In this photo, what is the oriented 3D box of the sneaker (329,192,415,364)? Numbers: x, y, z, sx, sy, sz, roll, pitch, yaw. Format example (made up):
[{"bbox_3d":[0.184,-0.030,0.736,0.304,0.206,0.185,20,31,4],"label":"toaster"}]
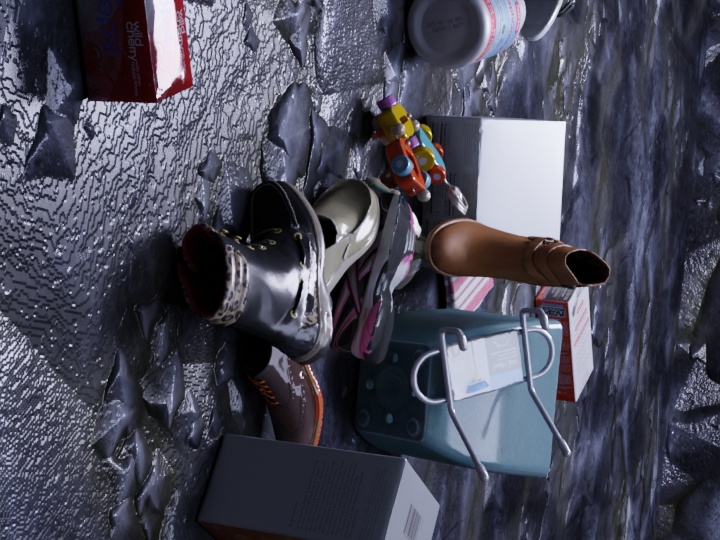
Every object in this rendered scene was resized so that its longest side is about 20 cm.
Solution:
[{"bbox_3d":[0.000,0.000,1.642,0.080,0.086,0.201,59,44,-61],"label":"sneaker"}]

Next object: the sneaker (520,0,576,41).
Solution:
[{"bbox_3d":[0.294,-0.409,2.254,0.099,0.070,0.201,58,39,-47],"label":"sneaker"}]

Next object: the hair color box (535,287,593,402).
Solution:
[{"bbox_3d":[0.349,0.109,2.499,0.111,0.064,0.201,-50,140,-51],"label":"hair color box"}]

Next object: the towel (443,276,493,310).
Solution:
[{"bbox_3d":[0.141,-0.033,2.042,0.146,0.030,0.201,-44,132,-56],"label":"towel"}]

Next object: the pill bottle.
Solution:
[{"bbox_3d":[0.144,-0.324,1.883,0.200,0.108,0.109,-32,124,-61],"label":"pill bottle"}]

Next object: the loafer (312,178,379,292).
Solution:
[{"bbox_3d":[-0.036,-0.039,1.569,0.200,0.075,0.068,-61,153,-42],"label":"loafer"}]

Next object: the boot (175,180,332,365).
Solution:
[{"bbox_3d":[-0.105,-0.015,1.401,0.150,0.073,0.201,21,50,-47],"label":"boot"}]

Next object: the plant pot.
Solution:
[{"bbox_3d":[0.104,0.145,1.793,0.200,0.196,0.197,7,89,-46],"label":"plant pot"}]

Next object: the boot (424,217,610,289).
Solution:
[{"bbox_3d":[0.191,-0.012,1.781,0.199,0.155,0.077,15,89,-38],"label":"boot"}]

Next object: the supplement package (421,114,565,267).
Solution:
[{"bbox_3d":[0.174,-0.101,1.925,0.155,0.111,0.201,-3,99,-38],"label":"supplement package"}]

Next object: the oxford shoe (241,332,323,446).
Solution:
[{"bbox_3d":[-0.090,0.110,1.504,0.072,0.071,0.201,-24,111,-44],"label":"oxford shoe"}]

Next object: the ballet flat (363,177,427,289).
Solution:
[{"bbox_3d":[0.047,-0.037,1.772,0.200,0.069,0.070,61,40,-52],"label":"ballet flat"}]

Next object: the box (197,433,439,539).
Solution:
[{"bbox_3d":[-0.040,0.241,1.459,0.124,0.199,0.098,57,44,-54],"label":"box"}]

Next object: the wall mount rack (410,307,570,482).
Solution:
[{"bbox_3d":[0.162,0.139,1.681,0.199,0.074,0.175,-12,97,-26],"label":"wall mount rack"}]

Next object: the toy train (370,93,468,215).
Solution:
[{"bbox_3d":[0.058,-0.124,1.745,0.200,0.055,0.151,26,40,-64],"label":"toy train"}]

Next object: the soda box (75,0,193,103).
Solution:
[{"bbox_3d":[-0.188,-0.239,1.185,0.063,0.070,0.201,-41,131,-59],"label":"soda box"}]
